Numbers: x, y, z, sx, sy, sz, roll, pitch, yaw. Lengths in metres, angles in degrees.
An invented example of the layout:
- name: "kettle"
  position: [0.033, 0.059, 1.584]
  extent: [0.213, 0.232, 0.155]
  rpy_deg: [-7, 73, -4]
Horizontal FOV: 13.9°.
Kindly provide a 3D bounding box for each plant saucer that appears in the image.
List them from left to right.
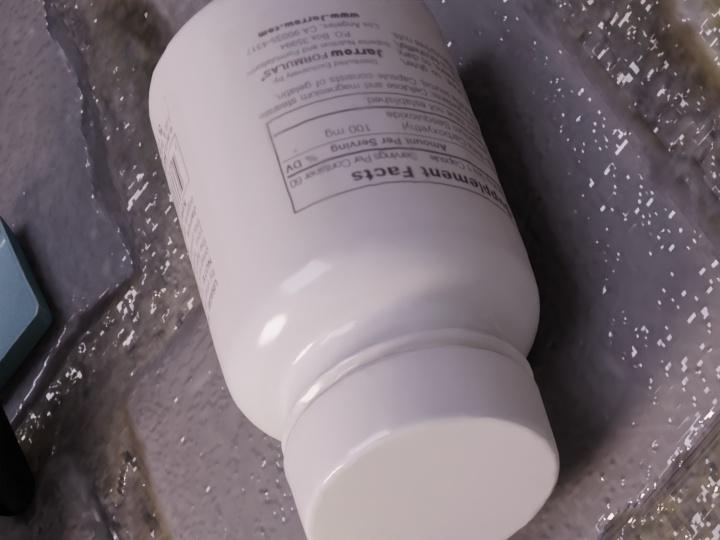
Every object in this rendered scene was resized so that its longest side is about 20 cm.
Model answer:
- name: "plant saucer"
  position: [-0.200, 0.069, 1.306]
  extent: [0.200, 0.019, 0.070]
  rpy_deg: [-52, 43, 21]

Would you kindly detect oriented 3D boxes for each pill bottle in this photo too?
- name: "pill bottle"
  position: [0.000, 0.000, 1.035]
  extent: [0.114, 0.114, 0.201]
  rpy_deg: [-42, 47, 28]

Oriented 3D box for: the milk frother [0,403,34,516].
- name: "milk frother"
  position: [-0.252, 0.099, 1.195]
  extent: [0.199, 0.189, 0.181]
  rpy_deg: [-2, 42, 26]
